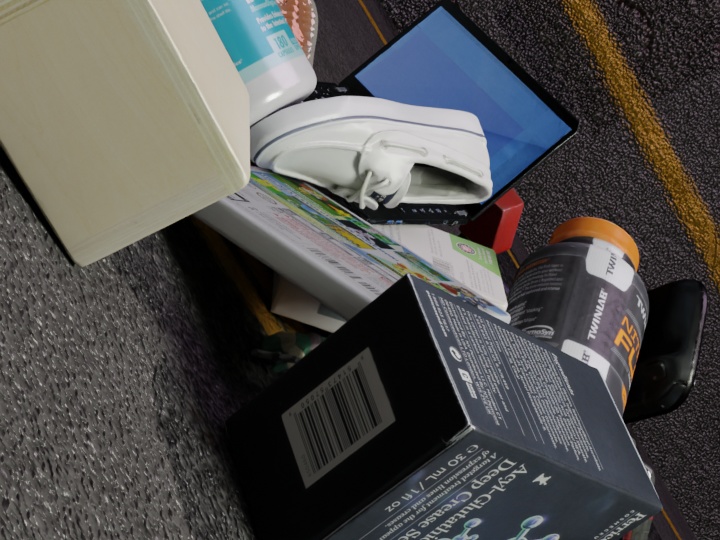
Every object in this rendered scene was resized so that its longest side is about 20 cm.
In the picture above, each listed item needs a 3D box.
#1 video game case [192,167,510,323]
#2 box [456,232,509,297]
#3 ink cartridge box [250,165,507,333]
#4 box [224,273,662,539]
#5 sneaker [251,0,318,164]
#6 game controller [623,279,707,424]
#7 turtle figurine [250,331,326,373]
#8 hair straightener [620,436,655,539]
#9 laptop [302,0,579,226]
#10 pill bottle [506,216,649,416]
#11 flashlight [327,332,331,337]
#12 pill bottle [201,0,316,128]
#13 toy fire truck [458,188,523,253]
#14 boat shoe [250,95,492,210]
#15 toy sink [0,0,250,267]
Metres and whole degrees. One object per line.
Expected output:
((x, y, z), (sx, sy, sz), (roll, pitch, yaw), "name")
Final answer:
((-0.020, -0.014, 1.139), (0.199, 0.022, 0.182), (33, 13, 25), "video game case")
((0.078, 0.080, 1.439), (0.106, 0.122, 0.200), (48, 13, -23), "box")
((0.000, 0.000, 1.294), (0.198, 0.068, 0.117), (20, 19, -8), "ink cartridge box")
((0.049, 0.112, 1.020), (0.199, 0.148, 0.108), (25, 34, -46), "box")
((-0.087, -0.151, 1.446), (0.071, 0.080, 0.201), (39, 40, -26), "sneaker")
((0.204, 0.069, 1.386), (0.042, 0.105, 0.200), (29, -22, -16), "game controller")
((0.010, 0.096, 1.170), (0.151, 0.100, 0.200), (63, 4, 15), "turtle figurine")
((0.172, 0.211, 1.279), (0.077, 0.040, 0.202), (-144, -123, -66), "hair straightener")
((0.036, -0.128, 1.370), (0.199, 0.104, 0.177), (-1, 41, -51), "laptop")
((0.150, 0.053, 1.296), (0.107, 0.105, 0.201), (54, 40, -32), "pill bottle")
((0.000, 0.004, 1.455), (0.067, 0.068, 0.200), (30, 16, -6), "flashlight")
((-0.121, -0.187, 1.230), (0.201, 0.110, 0.111), (60, 10, -3), "pill bottle")
((0.024, -0.079, 1.478), (0.200, 0.140, 0.049), (45, -43, 35), "toy fire truck")
((0.013, -0.076, 1.245), (0.198, 0.074, 0.066), (-3, 64, -32), "boat shoe")
((-0.149, -0.127, 0.920), (0.131, 0.111, 0.201), (-99, 163, -64), "toy sink")
